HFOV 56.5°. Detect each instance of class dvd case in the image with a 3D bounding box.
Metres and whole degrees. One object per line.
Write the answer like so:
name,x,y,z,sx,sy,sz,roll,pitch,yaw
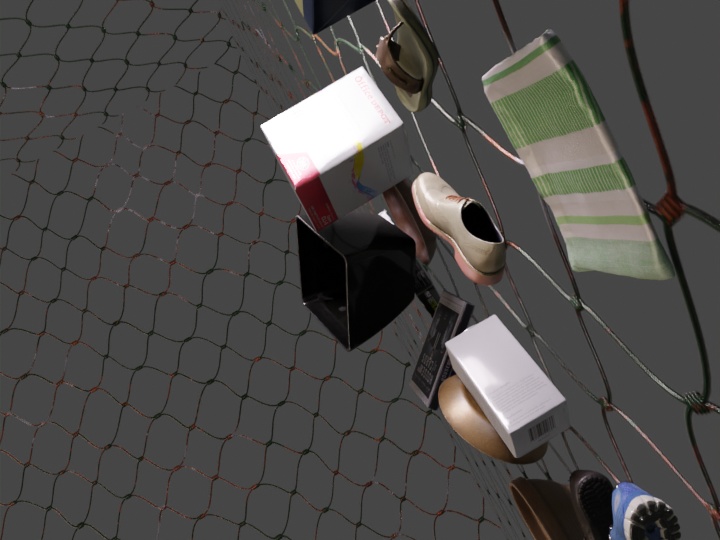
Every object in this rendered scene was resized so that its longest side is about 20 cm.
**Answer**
dvd case,0.151,0.146,1.269,0.024,0.204,0.150,20,-177,-11

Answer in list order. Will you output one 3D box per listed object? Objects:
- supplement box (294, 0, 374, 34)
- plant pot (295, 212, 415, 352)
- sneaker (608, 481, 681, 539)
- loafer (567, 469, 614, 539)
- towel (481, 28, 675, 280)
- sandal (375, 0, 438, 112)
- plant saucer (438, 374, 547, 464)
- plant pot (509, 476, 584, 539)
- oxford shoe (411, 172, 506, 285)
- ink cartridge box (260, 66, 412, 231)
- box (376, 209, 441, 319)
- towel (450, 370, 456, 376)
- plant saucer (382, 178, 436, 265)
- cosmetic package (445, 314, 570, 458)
supplement box,-0.031,-0.350,0.554,0.203,0.132,0.200,61,175,0
plant pot,0.000,0.000,1.288,0.199,0.174,0.204,40,138,48
sneaker,0.353,0.342,0.808,0.089,0.077,0.204,-108,-1,-76
loafer,0.355,0.372,0.966,0.071,0.072,0.204,-112,2,-82
towel,0.171,-0.087,0.554,0.203,0.023,0.152,63,175,-6
sandal,0.050,-0.240,0.785,0.081,0.057,0.201,60,175,19
plant saucer,0.224,0.227,1.097,0.201,0.197,0.036,57,133,46
plant pot,0.357,0.450,1.199,0.203,0.092,0.201,60,176,8
oxford shoe,0.133,-0.075,0.881,0.201,0.070,0.075,55,152,35
ink cartridge box,-0.033,-0.197,1.101,0.147,0.198,0.145,59,178,28
box,0.107,-0.007,1.427,0.202,0.047,0.193,60,-177,26
towel,0.229,0.267,1.287,0.198,0.050,0.148,33,166,10
plant saucer,0.092,-0.106,1.259,0.203,0.034,0.200,62,176,7
cosmetic package,0.222,0.173,1.030,0.201,0.100,0.075,58,173,49
